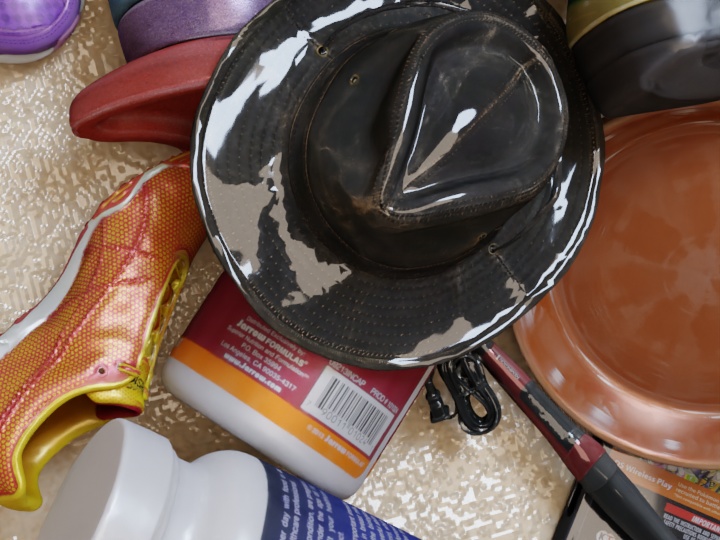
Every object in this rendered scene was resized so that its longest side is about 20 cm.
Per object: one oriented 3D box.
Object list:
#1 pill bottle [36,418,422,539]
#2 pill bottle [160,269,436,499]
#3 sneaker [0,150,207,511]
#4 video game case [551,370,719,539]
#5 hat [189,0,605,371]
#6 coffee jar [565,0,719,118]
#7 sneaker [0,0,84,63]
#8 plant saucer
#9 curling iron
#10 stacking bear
[{"bbox_3d":[-0.041,0.150,0.688,0.199,0.116,0.116,29,83,-20],"label":"pill bottle"},{"bbox_3d":[0.000,0.000,0.755,0.113,0.113,0.201,34,82,-9],"label":"pill bottle"},{"bbox_3d":[-0.116,0.028,0.737,0.077,0.073,0.200,32,75,16],"label":"sneaker"},{"bbox_3d":[0.215,0.128,0.840,0.199,0.025,0.182,24,84,-9],"label":"video game case"},{"bbox_3d":[0.032,-0.052,0.662,0.199,0.081,0.202,0,90,-20],"label":"hat"},{"bbox_3d":[0.129,-0.171,0.687,0.104,0.085,0.201,-12,83,-17],"label":"coffee jar"},{"bbox_3d":[-0.216,-0.177,0.729,0.200,0.088,0.081,42,80,-9],"label":"sneaker"},{"bbox_3d":[0.172,0.005,0.766,0.199,0.032,0.201,5,115,10],"label":"plant saucer"},{"bbox_3d":[0.109,0.104,0.799,0.200,0.026,0.050,40,104,-8],"label":"curling iron"},{"bbox_3d":[-0.076,-0.168,0.748,0.121,0.113,0.201,7,71,-51],"label":"stacking bear"}]
